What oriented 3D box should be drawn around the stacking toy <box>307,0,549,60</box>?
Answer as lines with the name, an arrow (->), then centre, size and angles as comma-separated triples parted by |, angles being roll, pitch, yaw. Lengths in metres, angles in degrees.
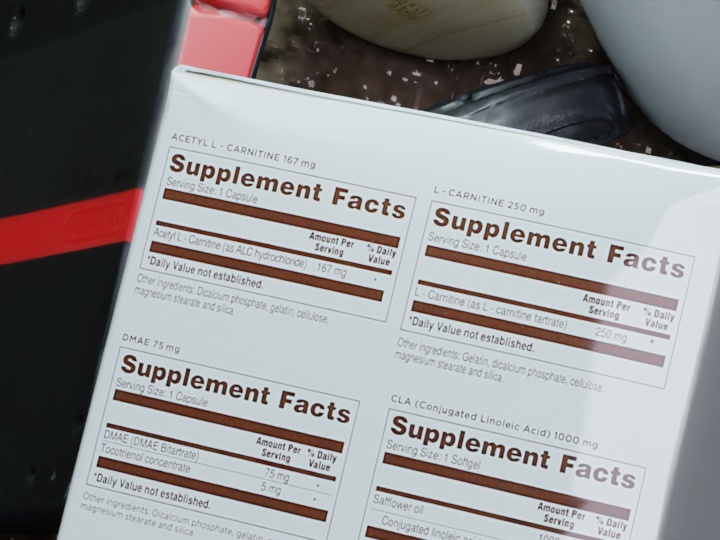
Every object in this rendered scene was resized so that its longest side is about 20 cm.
stacking toy -> 0.039, -0.174, 0.954 | 0.085, 0.085, 0.201 | 14, 69, 1

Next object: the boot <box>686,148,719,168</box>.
boot -> 0.203, -0.062, 0.913 | 0.199, 0.077, 0.139 | 6, 71, 15

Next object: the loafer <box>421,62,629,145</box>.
loafer -> 0.000, 0.000, 0.913 | 0.200, 0.068, 0.071 | -29, 88, -4

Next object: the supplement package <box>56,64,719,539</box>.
supplement package -> 0.018, 0.073, 0.759 | 0.147, 0.191, 0.201 | 12, 84, 15

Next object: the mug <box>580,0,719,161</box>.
mug -> 0.101, -0.137, 0.875 | 0.186, 0.153, 0.150 | 32, 83, 39

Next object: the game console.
game console -> -0.094, -0.009, 0.848 | 0.031, 0.200, 0.178 | 18, 77, -27
